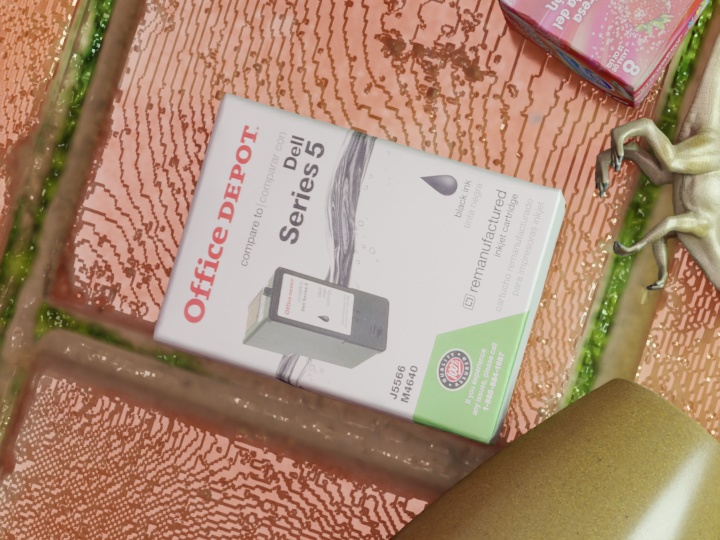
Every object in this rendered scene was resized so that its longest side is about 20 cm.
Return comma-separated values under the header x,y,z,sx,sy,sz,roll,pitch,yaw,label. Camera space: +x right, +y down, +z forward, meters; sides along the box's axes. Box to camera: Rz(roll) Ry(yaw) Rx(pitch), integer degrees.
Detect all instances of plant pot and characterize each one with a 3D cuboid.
x,y,z,sx,sy,sz,roll,pitch,yaw,label
0.111,0.163,1.546,0.186,0.186,0.200,39,78,7,plant pot

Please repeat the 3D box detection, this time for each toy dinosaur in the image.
x,y,z,sx,sy,sz,roll,pitch,yaw,label
0.186,-0.061,1.610,0.100,0.058,0.202,-3,94,-9,toy dinosaur

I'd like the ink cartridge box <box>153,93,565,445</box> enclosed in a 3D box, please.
x,y,z,sx,sy,sz,roll,pitch,yaw,label
0.000,0.000,1.601,0.199,0.084,0.147,16,89,6,ink cartridge box

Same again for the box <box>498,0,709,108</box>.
x,y,z,sx,sy,sz,roll,pitch,yaw,label
0.169,-0.200,1.587,0.095,0.100,0.201,34,90,7,box
